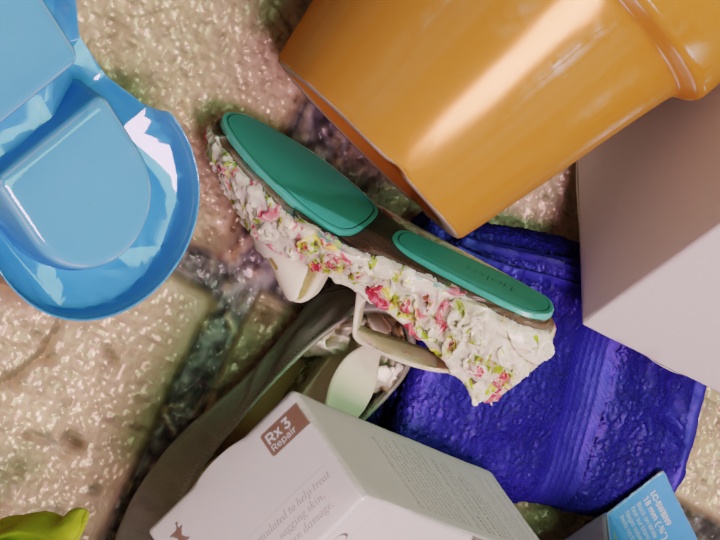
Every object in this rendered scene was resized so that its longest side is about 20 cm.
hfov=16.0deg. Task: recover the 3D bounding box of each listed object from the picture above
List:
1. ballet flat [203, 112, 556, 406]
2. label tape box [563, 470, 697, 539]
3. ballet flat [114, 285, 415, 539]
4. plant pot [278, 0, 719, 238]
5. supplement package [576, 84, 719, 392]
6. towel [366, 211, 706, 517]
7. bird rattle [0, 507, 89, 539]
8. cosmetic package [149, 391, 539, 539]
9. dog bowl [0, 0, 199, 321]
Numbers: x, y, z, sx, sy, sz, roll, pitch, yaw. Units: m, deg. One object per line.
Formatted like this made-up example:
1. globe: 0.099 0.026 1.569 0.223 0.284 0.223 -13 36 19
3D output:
1. ballet flat: 0.000 0.000 1.227 0.064 0.200 0.076 -62 169 22
2. label tape box: 0.122 0.224 1.356 0.200 0.063 0.145 -34 115 -11
3. ballet flat: -0.046 0.088 1.252 0.200 0.064 0.067 -51 119 -16
4. plant pot: 0.066 -0.123 1.232 0.183 0.200 0.200 -45 119 0
5. supplement package: 0.217 -0.043 1.293 0.121 0.200 0.120 26 46 -28
6. towel: 0.100 0.054 1.348 0.199 0.049 0.148 11 90 -33
7. bird rattle: -0.175 0.183 1.116 0.112 0.200 0.164 9 123 -19
8. cosmetic package: 0.002 0.134 1.223 0.102 0.074 0.200 -45 149 13
9. dog bowl: -0.156 -0.071 1.169 0.111 0.050 0.200 -41 117 -21
